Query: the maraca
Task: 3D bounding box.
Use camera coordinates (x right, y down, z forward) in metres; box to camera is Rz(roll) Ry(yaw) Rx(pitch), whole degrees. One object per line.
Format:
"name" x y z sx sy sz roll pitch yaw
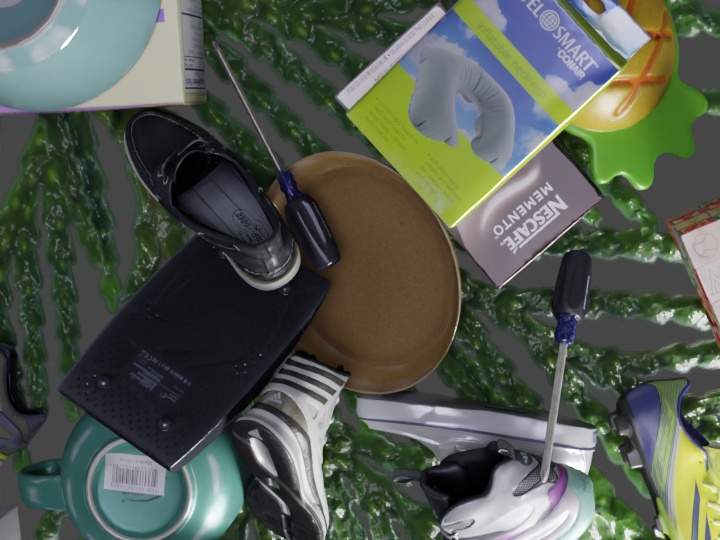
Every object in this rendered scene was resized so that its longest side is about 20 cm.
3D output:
"maraca" 0.191 -0.160 1.206 0.137 0.107 0.201 -34 102 -7

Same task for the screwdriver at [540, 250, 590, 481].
"screwdriver" 0.157 0.070 1.210 0.028 0.029 0.201 13 56 0

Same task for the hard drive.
"hard drive" -0.128 0.060 1.229 0.134 0.042 0.200 29 63 23

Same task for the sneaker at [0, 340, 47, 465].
"sneaker" -0.337 0.071 1.310 0.081 0.074 0.201 -31 99 -1

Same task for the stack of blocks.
"stack of blocks" 0.308 0.045 1.213 0.058 0.115 0.201 -23 95 8

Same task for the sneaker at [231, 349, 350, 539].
"sneaker" -0.038 0.141 1.259 0.075 0.201 0.116 23 58 21

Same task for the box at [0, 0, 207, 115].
"box" -0.221 -0.229 1.243 0.174 0.097 0.202 -3 95 6

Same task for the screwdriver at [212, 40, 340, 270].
"screwdriver" -0.067 -0.093 1.228 0.028 0.029 0.201 -27 87 48

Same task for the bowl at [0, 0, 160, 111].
"bowl" -0.256 -0.218 1.147 0.199 0.105 0.203 1 97 7

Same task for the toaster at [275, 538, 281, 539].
"toaster" -0.070 0.342 1.255 0.118 0.181 0.201 -33 93 14

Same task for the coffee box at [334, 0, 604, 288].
"coffee box" 0.088 -0.100 1.235 0.113 0.080 0.200 -41 91 9

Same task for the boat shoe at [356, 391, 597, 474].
"boat shoe" 0.091 0.142 1.267 0.198 0.074 0.066 9 93 6

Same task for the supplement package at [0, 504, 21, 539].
"supplement package" -0.356 0.274 1.262 0.116 0.200 0.118 -6 96 6

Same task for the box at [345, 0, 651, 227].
"box" 0.101 -0.142 1.148 0.122 0.048 0.200 46 111 0

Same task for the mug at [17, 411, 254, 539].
"mug" -0.181 0.176 1.276 0.185 0.114 0.152 -41 91 8

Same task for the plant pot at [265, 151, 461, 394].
"plant pot" 0.000 0.000 1.244 0.199 0.027 0.202 13 114 31

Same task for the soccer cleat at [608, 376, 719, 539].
"soccer cleat" 0.271 0.182 1.259 0.083 0.065 0.201 -23 94 1

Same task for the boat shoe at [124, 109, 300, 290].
"boat shoe" -0.125 -0.069 1.236 0.074 0.066 0.200 -36 67 -8

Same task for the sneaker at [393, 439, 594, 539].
"sneaker" 0.076 0.201 1.238 0.139 0.078 0.200 29 119 -21
